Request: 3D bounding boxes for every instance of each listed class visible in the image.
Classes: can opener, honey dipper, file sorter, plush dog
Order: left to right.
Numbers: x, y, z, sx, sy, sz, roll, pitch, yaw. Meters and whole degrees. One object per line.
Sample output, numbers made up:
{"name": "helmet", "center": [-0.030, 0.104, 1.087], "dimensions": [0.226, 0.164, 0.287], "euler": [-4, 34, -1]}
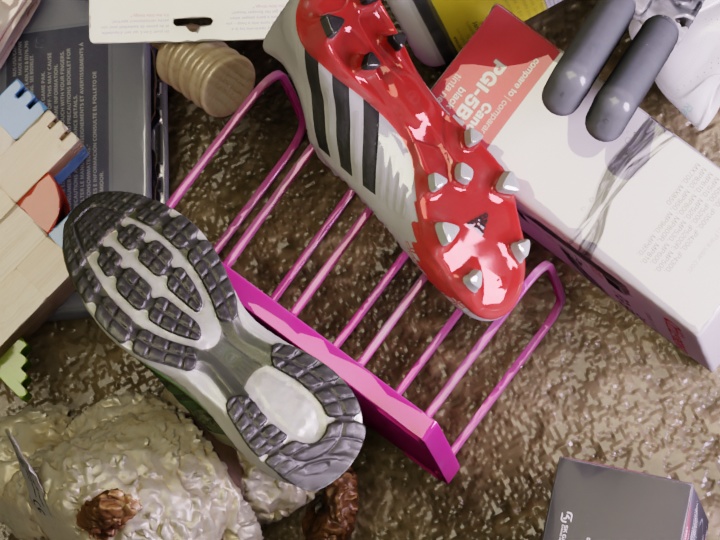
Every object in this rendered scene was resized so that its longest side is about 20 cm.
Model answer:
{"name": "honey dipper", "center": [-0.134, -0.144, 1.672], "dimensions": [0.200, 0.038, 0.038], "euler": [35, 86, 39]}
{"name": "plush dog", "center": [-0.095, 0.111, 1.650], "dimensions": [0.172, 0.161, 0.200], "euler": [-37, 76, -26]}
{"name": "file sorter", "center": [0.000, 0.000, 1.647], "dimensions": [0.200, 0.139, 0.126], "euler": [36, 84, 14]}
{"name": "can opener", "center": [0.146, -0.134, 1.573], "dimensions": [0.052, 0.200, 0.067], "euler": [30, 127, 5]}

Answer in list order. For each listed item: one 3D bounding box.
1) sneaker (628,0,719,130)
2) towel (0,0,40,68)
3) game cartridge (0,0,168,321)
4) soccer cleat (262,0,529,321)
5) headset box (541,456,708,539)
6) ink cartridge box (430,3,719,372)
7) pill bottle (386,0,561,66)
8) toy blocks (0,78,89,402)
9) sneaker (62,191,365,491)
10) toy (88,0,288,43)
{"name": "sneaker", "center": [0.256, -0.151, 1.672], "dimensions": [0.199, 0.075, 0.089], "euler": [-30, 81, 13]}
{"name": "towel", "center": [-0.312, -0.141, 1.733], "dimensions": [0.199, 0.032, 0.192], "euler": [34, 97, 8]}
{"name": "game cartridge", "center": [-0.177, -0.070, 1.729], "dimensions": [0.132, 0.041, 0.201], "euler": [-4, 78, 15]}
{"name": "soccer cleat", "center": [0.018, -0.060, 1.559], "dimensions": [0.069, 0.085, 0.201], "euler": [-37, 97, -32]}
{"name": "headset box", "center": [0.130, 0.184, 1.557], "dimensions": [0.075, 0.200, 0.150], "euler": [11, 82, 11]}
{"name": "ink cartridge box", "center": [0.136, -0.042, 1.626], "dimensions": [0.200, 0.147, 0.083], "euler": [38, 88, 15]}
{"name": "pill bottle", "center": [0.098, -0.208, 1.681], "dimensions": [0.199, 0.112, 0.112], "euler": [-29, 76, 3]}
{"name": "toy blocks", "center": [-0.213, -0.046, 1.672], "dimensions": [0.200, 0.100, 0.137], "euler": [45, 85, 6]}
{"name": "sneaker", "center": [-0.087, 0.045, 1.577], "dimensions": [0.077, 0.089, 0.200], "euler": [-42, 86, -20]}
{"name": "toy", "center": [-0.090, -0.223, 1.637], "dimensions": [0.114, 0.047, 0.201], "euler": [-1, 86, 5]}
